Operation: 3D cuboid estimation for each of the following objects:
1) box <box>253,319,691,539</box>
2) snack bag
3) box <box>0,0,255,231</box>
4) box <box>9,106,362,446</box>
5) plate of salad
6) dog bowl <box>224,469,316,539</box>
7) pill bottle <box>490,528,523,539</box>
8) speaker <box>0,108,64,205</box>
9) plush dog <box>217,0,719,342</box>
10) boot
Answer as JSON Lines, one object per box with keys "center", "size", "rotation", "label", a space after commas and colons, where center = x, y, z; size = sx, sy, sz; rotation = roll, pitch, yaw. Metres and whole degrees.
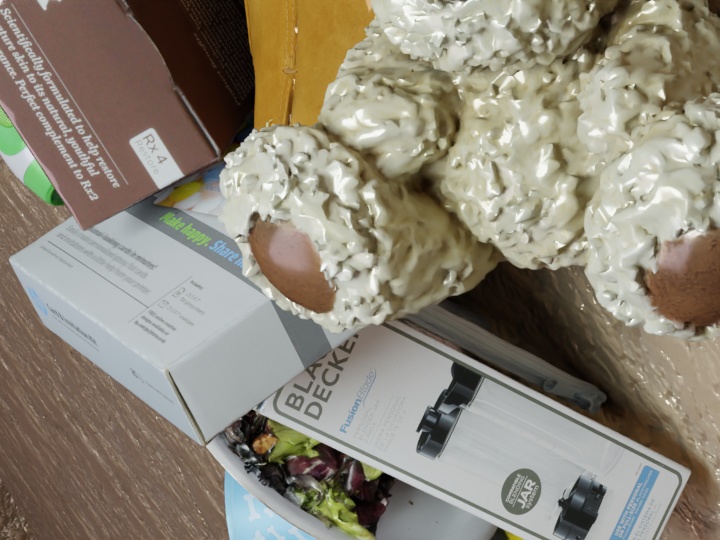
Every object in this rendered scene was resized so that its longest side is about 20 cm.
{"center": [0.033, 0.063, 0.885], "size": [0.199, 0.060, 0.117], "rotation": [27, 179, -21], "label": "box"}
{"center": [0.000, 0.000, 0.953], "size": [0.188, 0.021, 0.200], "rotation": [28, 180, -36], "label": "snack bag"}
{"center": [-0.091, -0.104, 0.853], "size": [0.100, 0.075, 0.200], "rotation": [58, -163, -14], "label": "box"}
{"center": [-0.026, -0.025, 0.812], "size": [0.156, 0.200, 0.041], "rotation": [29, 148, 55], "label": "box"}
{"center": [-0.006, 0.060, 0.984], "size": [0.200, 0.200, 0.048], "rotation": [49, 123, 17], "label": "plate of salad"}
{"center": [-0.024, 0.119, 1.163], "size": [0.200, 0.049, 0.112], "rotation": [-64, -39, -64], "label": "dog bowl"}
{"center": [0.083, 0.173, 1.040], "size": [0.200, 0.114, 0.115], "rotation": [44, 160, 31], "label": "pill bottle"}
{"center": [-0.188, -0.136, 1.052], "size": [0.200, 0.088, 0.088], "rotation": [55, 163, 9], "label": "speaker"}
{"center": [0.056, -0.084, 0.644], "size": [0.199, 0.160, 0.173], "rotation": [2, 116, 29], "label": "plush dog"}
{"center": [-0.031, -0.106, 0.787], "size": [0.201, 0.070, 0.145], "rotation": [8, 91, 60], "label": "boot"}
